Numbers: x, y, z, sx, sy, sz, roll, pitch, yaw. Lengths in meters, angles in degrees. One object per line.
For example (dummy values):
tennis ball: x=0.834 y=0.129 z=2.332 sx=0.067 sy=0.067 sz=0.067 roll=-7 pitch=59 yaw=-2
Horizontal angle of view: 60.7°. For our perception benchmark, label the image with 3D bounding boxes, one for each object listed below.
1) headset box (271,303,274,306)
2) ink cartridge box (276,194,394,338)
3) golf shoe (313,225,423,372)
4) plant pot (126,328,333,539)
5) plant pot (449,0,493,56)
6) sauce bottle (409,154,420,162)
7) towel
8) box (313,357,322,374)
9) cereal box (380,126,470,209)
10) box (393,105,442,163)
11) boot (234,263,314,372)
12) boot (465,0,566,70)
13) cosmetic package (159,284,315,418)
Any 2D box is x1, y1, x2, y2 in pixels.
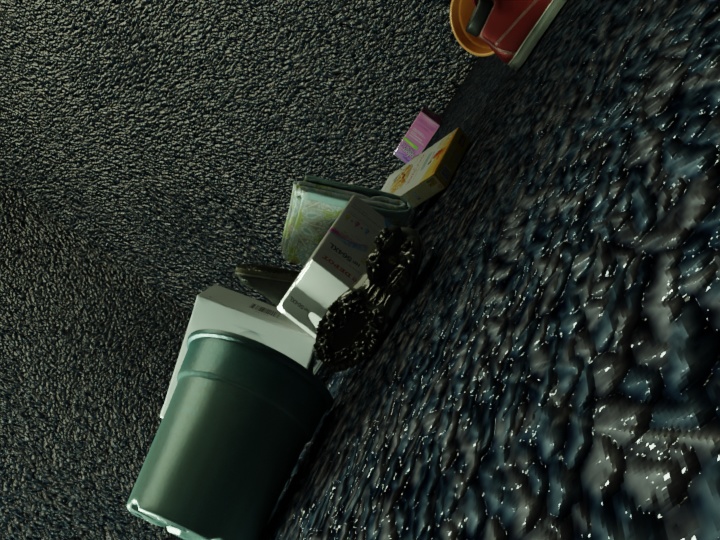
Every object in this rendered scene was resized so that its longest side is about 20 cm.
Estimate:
headset box: x=-0.142 y=0.135 z=1.305 sx=0.202 sy=0.147 sz=0.077 roll=-59 pitch=5 yaw=-30
ink cartridge box: x=-0.021 y=0.014 z=0.914 sx=0.126 sy=0.127 sz=0.201 roll=-50 pitch=7 yaw=41
golf shoe: x=0.019 y=0.038 z=0.753 sx=0.202 sy=0.077 sz=0.094 roll=-54 pitch=-13 yaw=17
plant pot: x=-0.156 y=0.207 z=0.712 sx=0.199 sy=0.197 sz=0.200 roll=-66 pitch=9 yaw=-29
plant pot: x=0.368 y=-0.724 z=1.721 sx=0.139 sy=0.201 sz=0.200 roll=-36 pitch=-8 yaw=-34
sauce bottle: x=0.110 y=-0.173 z=1.292 sx=0.066 sy=0.065 sz=0.202 roll=-52 pitch=8 yaw=41
towel: x=-0.030 y=-0.068 z=1.032 sx=0.173 sy=0.195 sz=0.049 roll=113 pitch=165 yaw=-46
box: x=-0.149 y=0.180 z=1.158 sx=0.202 sy=0.116 sz=0.060 roll=-56 pitch=26 yaw=-5
cereal box: x=0.101 y=-0.165 z=1.127 sx=0.198 sy=0.039 sz=0.145 roll=-29 pitch=25 yaw=47
box: x=0.234 y=-0.547 z=2.500 sx=0.202 sy=0.096 sz=0.177 roll=-55 pitch=4 yaw=25
boot: x=-0.150 y=0.100 z=1.082 sx=0.073 sy=0.177 sz=0.205 roll=-142 pitch=66 yaw=-71
boot: x=0.273 y=-0.472 z=1.053 sx=0.202 sy=0.143 sz=0.072 roll=-54 pitch=2 yaw=9
cosmetic package: x=-0.186 y=0.158 z=0.989 sx=0.123 sy=0.195 sz=0.205 roll=-95 pitch=25 yaw=-84
